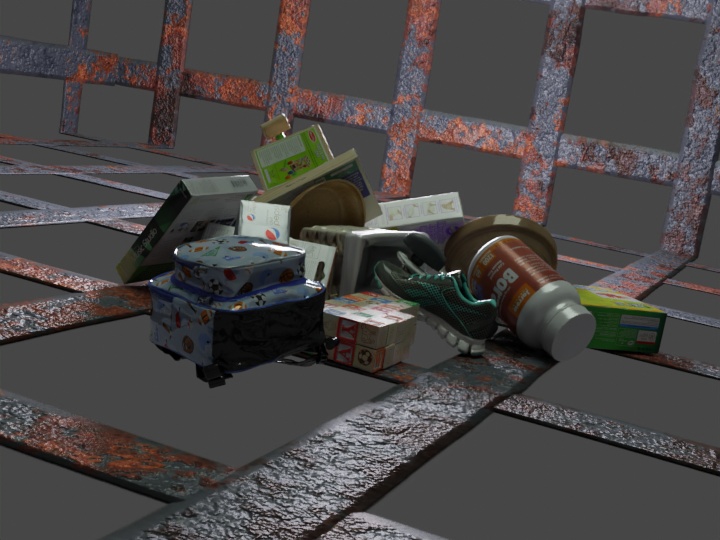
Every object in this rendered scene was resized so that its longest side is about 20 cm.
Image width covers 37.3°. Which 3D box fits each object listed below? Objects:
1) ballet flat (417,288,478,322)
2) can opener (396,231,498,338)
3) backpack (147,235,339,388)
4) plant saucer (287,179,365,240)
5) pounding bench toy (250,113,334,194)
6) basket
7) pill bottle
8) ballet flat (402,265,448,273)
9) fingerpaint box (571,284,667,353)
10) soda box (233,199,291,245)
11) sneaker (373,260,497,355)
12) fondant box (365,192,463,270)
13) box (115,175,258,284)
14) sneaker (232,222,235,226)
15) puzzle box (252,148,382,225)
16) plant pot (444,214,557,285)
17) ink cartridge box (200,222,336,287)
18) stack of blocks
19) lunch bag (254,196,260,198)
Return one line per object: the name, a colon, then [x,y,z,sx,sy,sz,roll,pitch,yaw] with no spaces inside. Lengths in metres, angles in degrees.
ballet flat: [0.141,0.053,1.680,0.067,0.069,0.199,30,18,24]
can opener: [0.133,0.026,1.594,0.200,0.066,0.053,41,11,-18]
backpack: [-0.154,0.040,1.228,0.189,0.157,0.199,4,6,41]
plant saucer: [-0.074,-0.055,1.661,0.035,0.203,0.199,32,21,35]
pounding bench toy: [-0.102,-0.152,1.806,0.123,0.157,0.201,-22,45,-2]
basket: [0.000,0.000,1.627,0.122,0.138,0.199,13,9,34]
pill bottle: [0.257,0.043,1.598,0.111,0.113,0.200,2,30,-37]
ballet flat: [0.096,0.014,1.854,0.197,0.064,0.068,14,11,25]
fingerpaint box: [0.365,0.074,1.739,0.197,0.075,0.167,6,11,-23]
soda box: [-0.138,-0.006,1.386,0.067,0.064,0.201,7,-34,-10]
sneaker: [0.111,0.032,1.517,0.199,0.092,0.077,34,16,14]
fondant box: [0.082,-0.058,1.878,0.197,0.145,0.059,-9,54,-1]
box: [-0.257,-0.061,1.576,0.144,0.200,0.037,-10,58,-54]
sneaker: [-0.204,-0.054,1.686,0.076,0.148,0.202,-26,2,5]
puzzle box: [-0.073,-0.098,1.707,0.198,0.134,0.026,-26,44,1]
plant pot: [0.243,0.005,1.843,0.198,0.202,0.094,9,50,-5]
ink cartridge box: [-0.140,0.004,1.536,0.197,0.110,0.051,11,-30,6]
stack of blocks: [0.012,0.077,1.413,0.114,0.060,0.199,14,10,23]
lunch bag: [-0.184,-0.075,1.925,0.197,0.119,0.164,10,12,13]
